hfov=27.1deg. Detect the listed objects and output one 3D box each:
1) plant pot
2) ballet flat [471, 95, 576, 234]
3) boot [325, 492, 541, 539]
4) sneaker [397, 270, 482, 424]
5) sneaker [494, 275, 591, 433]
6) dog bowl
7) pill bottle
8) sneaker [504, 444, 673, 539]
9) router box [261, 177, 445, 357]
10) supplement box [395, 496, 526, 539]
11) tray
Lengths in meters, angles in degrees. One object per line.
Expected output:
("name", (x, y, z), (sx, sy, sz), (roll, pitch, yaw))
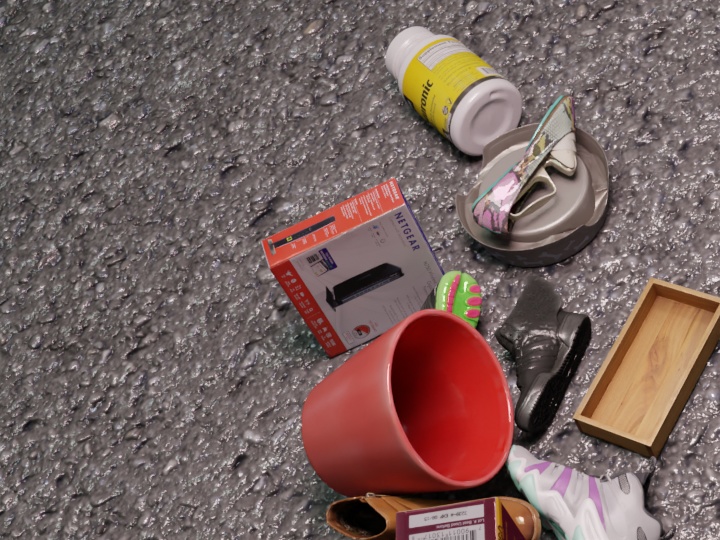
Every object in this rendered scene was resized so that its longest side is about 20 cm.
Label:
("plant pot", (0.041, 0.163, 1.654), (0.177, 0.200, 0.201), (-25, 43, 41))
("ballet flat", (0.219, -0.122, 1.829), (0.071, 0.069, 0.200), (35, 79, 21))
("boot", (0.076, 0.267, 1.590), (0.199, 0.155, 0.077), (0, 77, 39))
("sneaker", (0.093, 0.101, 1.797), (0.201, 0.076, 0.084), (-69, 12, -15))
("sneaker", (0.200, 0.097, 1.751), (0.104, 0.060, 0.200), (15, 58, 31))
("dog bowl", (0.222, -0.091, 1.879), (0.199, 0.059, 0.201), (-12, 52, 16))
("pill bottle", (0.120, -0.249, 2.010), (0.111, 0.111, 0.200), (-38, 48, -5))
("sneaker", (0.257, 0.236, 1.613), (0.140, 0.078, 0.200), (-36, 58, -6))
("router box", (0.000, 0.000, 1.820), (0.179, 0.200, 0.049), (-25, 48, 6))
("supplement box", (0.119, 0.318, 1.526), (0.110, 0.200, 0.086), (-11, 53, 18))
("tray", (0.333, 0.109, 1.693), (0.098, 0.037, 0.200), (18, 64, 35))
